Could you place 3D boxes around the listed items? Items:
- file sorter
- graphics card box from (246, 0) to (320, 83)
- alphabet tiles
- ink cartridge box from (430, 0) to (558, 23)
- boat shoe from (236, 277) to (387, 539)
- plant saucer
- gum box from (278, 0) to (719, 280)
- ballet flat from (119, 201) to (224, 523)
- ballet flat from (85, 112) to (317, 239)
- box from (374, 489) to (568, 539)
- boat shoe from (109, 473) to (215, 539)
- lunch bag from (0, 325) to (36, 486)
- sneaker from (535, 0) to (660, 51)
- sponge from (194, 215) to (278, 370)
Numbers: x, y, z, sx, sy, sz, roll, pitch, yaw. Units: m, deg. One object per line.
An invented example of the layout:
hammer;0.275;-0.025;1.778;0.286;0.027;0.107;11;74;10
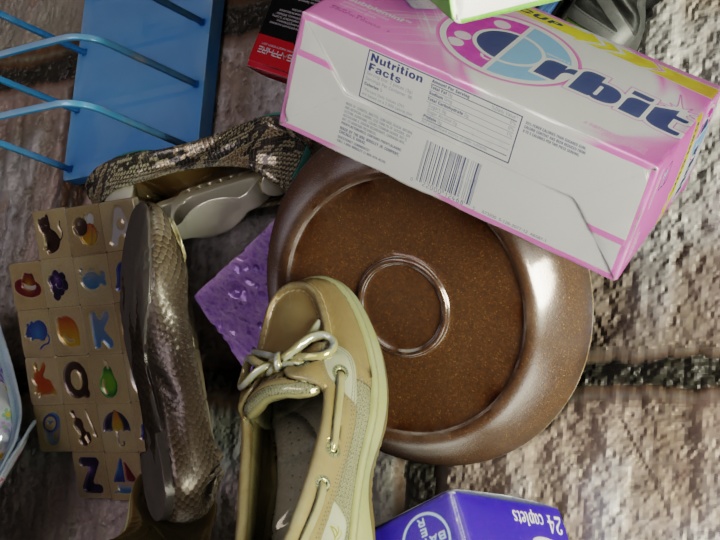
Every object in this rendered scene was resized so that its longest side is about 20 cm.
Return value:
file sorter;-0.187;-0.179;1.052;0.138;0.122;0.201;-6;74;38
graphics card box;0.018;-0.202;0.942;0.125;0.051;0.201;22;92;41
alphabet tiles;-0.169;0.055;0.997;0.166;0.006;0.201;-6;95;38
ink cartridge box;0.075;-0.209;0.765;0.200;0.145;0.084;-124;22;-57
boat shoe;-0.034;0.088;0.756;0.073;0.063;0.202;-20;55;36
plant saucer;0.028;0.017;0.823;0.199;0.032;0.202;8;107;26
gum box;0.066;-0.085;0.750;0.199;0.113;0.066;26;125;15
ballet flat;-0.114;0.054;0.913;0.067;0.046;0.201;136;128;-59
ballet flat;-0.117;-0.049;0.988;0.199;0.068;0.076;-13;45;33
box;0.031;0.242;0.766;0.183;0.105;0.201;-31;60;28
boat shoe;-0.126;0.186;0.875;0.201;0.073;0.063;-96;23;-72
lunch bag;-0.315;0.134;1.051;0.170;0.127;0.200;-55;41;24
sneaker;0.129;-0.120;0.827;0.199;0.071;0.083;-41;74;21
sponge;0.000;0.000;0.867;0.200;0.030;0.112;-41;83;29
